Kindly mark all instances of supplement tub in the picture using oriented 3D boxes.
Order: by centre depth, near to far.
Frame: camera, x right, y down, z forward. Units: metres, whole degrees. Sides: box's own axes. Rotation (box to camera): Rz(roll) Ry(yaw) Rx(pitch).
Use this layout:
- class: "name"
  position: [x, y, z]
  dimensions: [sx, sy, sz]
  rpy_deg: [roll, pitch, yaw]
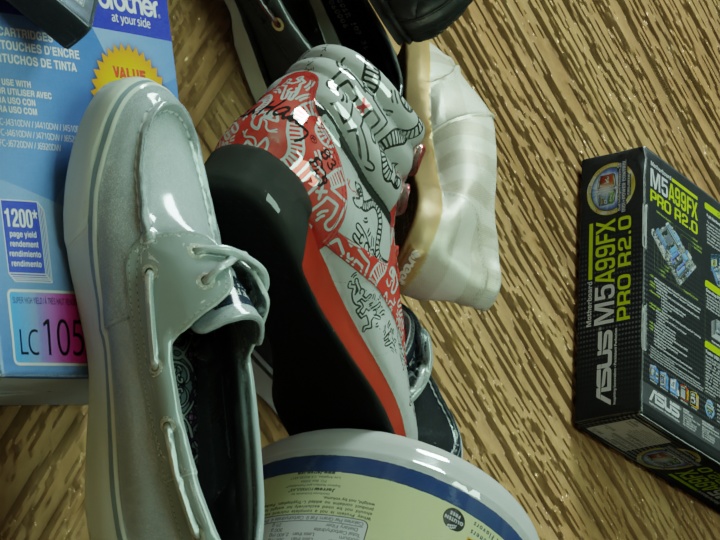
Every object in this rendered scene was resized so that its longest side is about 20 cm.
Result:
- class: "supplement tub"
  position: [-0.010, 0.183, 1.182]
  dimensions: [0.145, 0.144, 0.201]
  rpy_deg: [49, 43, -36]

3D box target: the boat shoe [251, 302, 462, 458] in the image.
- class: "boat shoe"
  position: [0.001, 0.042, 1.313]
  dimensions: [0.200, 0.067, 0.072]
  rpy_deg: [46, 44, -38]

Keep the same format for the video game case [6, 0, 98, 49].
- class: "video game case"
  position: [-0.174, -0.189, 1.099]
  dimensions: [0.200, 0.019, 0.143]
  rpy_deg: [39, 30, -23]

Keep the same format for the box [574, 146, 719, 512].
- class: "box"
  position: [0.192, 0.042, 1.621]
  dimensions: [0.200, 0.044, 0.161]
  rpy_deg: [31, 54, -48]

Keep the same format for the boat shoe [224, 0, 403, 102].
- class: "boat shoe"
  position: [-0.044, -0.154, 1.322]
  dimensions: [0.202, 0.063, 0.074]
  rpy_deg: [62, 38, -19]

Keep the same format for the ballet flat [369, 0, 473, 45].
- class: "ballet flat"
  position: [0.010, -0.186, 1.364]
  dimensions: [0.067, 0.057, 0.201]
  rpy_deg: [52, 12, -53]

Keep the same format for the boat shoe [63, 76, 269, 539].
- class: "boat shoe"
  position: [-0.065, 0.022, 1.087]
  dimensions: [0.070, 0.071, 0.202]
  rpy_deg: [10, 74, -54]

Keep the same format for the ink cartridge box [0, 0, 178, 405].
- class: "ink cartridge box"
  position: [-0.137, -0.049, 1.136]
  dimensions: [0.136, 0.076, 0.202]
  rpy_deg: [3, 75, -56]

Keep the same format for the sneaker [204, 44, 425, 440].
- class: "sneaker"
  position: [0.001, 0.000, 1.220]
  dimensions: [0.108, 0.067, 0.202]
  rpy_deg: [-54, 137, -33]

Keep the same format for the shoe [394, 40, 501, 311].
- class: "shoe"
  position: [0.035, -0.045, 1.350]
  dimensions: [0.053, 0.070, 0.201]
  rpy_deg: [18, 32, -12]
